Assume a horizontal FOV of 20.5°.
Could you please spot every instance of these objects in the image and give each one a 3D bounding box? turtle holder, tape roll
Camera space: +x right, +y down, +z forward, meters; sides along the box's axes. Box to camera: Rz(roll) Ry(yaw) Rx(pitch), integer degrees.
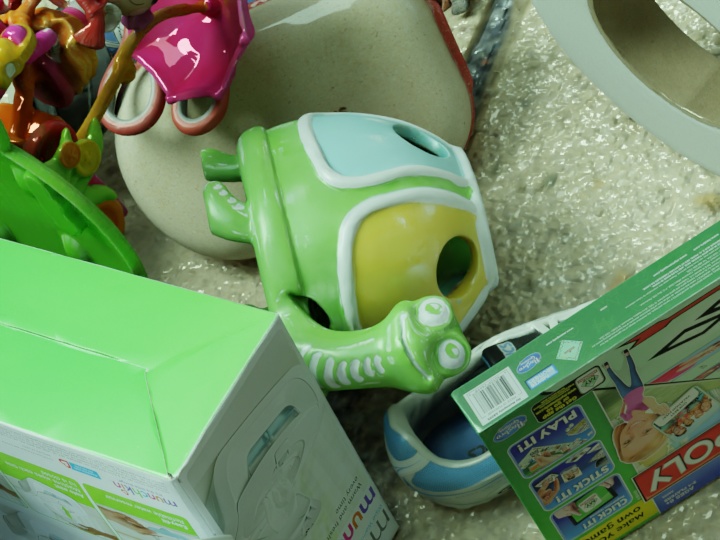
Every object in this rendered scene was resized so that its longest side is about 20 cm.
[{"bbox_3d":[-0.003,-0.011,0.977,0.131,0.186,0.141,-13,91,-2],"label":"turtle holder"},{"bbox_3d":[0.161,-0.115,0.957,0.203,0.203,0.037,31,72,39],"label":"tape roll"}]

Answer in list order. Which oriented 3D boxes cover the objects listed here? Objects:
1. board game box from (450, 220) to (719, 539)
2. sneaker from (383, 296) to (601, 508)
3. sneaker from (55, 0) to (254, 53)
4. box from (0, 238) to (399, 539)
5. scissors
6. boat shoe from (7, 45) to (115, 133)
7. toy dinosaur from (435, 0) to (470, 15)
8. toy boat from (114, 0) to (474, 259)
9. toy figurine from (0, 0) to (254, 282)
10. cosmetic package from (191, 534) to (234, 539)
[{"bbox_3d":[0.151,0.043,0.888,0.200,0.135,0.029,-33,48,1],"label":"board game box"},{"bbox_3d":[0.103,0.047,0.947,0.200,0.072,0.072,-31,58,4],"label":"sneaker"},{"bbox_3d":[-0.114,-0.154,1.205,0.200,0.077,0.076,-11,26,44],"label":"sneaker"},{"bbox_3d":[-0.108,0.088,0.951,0.200,0.177,0.097,13,59,34],"label":"box"},{"bbox_3d":[-0.112,-0.160,1.062,0.073,0.014,0.200,-12,70,14],"label":"scissors"},{"bbox_3d":[-0.173,-0.097,1.151,0.063,0.201,0.074,-12,91,-11],"label":"boat shoe"},{"bbox_3d":[0.104,-0.244,1.166,0.135,0.086,0.200,10,55,39],"label":"toy dinosaur"},{"bbox_3d":[-0.039,-0.095,1.113,0.200,0.131,0.131,-22,19,9],"label":"toy boat"},{"bbox_3d":[-0.131,-0.106,0.957,0.150,0.200,0.184,14,61,33],"label":"toy figurine"},{"bbox_3d":[-0.069,0.220,0.808,0.113,0.081,0.200,-32,71,23],"label":"cosmetic package"}]
